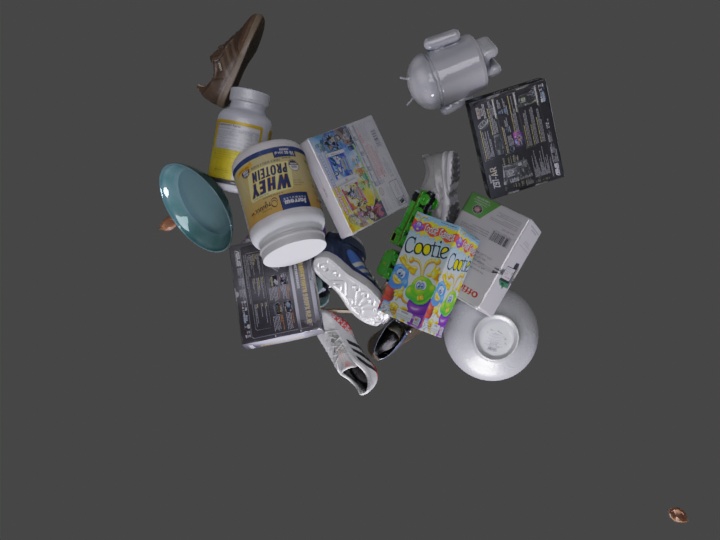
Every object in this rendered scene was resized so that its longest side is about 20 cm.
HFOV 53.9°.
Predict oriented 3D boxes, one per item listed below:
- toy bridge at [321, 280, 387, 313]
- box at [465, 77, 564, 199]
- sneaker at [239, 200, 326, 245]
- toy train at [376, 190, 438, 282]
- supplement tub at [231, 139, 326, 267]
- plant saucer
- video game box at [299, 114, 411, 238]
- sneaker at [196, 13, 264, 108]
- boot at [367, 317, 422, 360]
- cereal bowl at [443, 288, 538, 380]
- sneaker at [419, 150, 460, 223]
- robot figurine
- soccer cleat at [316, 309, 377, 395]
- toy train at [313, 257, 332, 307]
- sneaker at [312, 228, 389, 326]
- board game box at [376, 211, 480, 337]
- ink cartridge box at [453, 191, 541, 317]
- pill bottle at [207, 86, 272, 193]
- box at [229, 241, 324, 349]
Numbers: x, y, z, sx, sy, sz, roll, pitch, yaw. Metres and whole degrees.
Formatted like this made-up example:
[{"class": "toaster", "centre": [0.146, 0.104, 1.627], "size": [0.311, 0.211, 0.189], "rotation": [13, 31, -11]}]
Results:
[{"class": "toy bridge", "centre": [-0.006, 0.051, 1.479], "size": [0.198, 0.027, 0.068], "rotation": [-28, 93, 4]}, {"class": "box", "centre": [0.311, -0.263, 1.423], "size": [0.158, 0.044, 0.203], "rotation": [-17, 108, 2]}, {"class": "sneaker", "centre": [-0.154, -0.065, 1.452], "size": [0.198, 0.081, 0.089], "rotation": [-25, 107, 4]}, {"class": "toy train", "centre": [0.092, -0.070, 1.416], "size": [0.041, 0.056, 0.202], "rotation": [17, 101, -44]}, {"class": "supplement tub", "centre": [-0.147, -0.122, 1.308], "size": [0.142, 0.145, 0.203], "rotation": [-19, 75, 2]}, {"class": "plant saucer", "centre": [-0.320, -0.131, 1.415], "size": [0.200, 0.200, 0.036], "rotation": [49, 53, -2]}, {"class": "video game box", "centre": [-0.007, -0.187, 1.405], "size": [0.181, 0.047, 0.202], "rotation": [-28, 94, -40]}, {"class": "sneaker", "centre": [-0.263, -0.434, 1.428], "size": [0.075, 0.070, 0.202], "rotation": [27, 93, 0]}, {"class": "boot", "centre": [0.095, 0.113, 1.447], "size": [0.075, 0.097, 0.200], "rotation": [44, 93, -2]}, {"class": "cereal bowl", "centre": [0.273, 0.131, 1.455], "size": [0.196, 0.083, 0.204], "rotation": [0, 93, 0]}, {"class": "sneaker", "centre": [0.157, -0.144, 1.455], "size": [0.081, 0.074, 0.204], "rotation": [7, 96, 28]}, {"class": "robot figurine", "centre": [0.176, -0.391, 1.404], "size": [0.197, 0.114, 0.171], "rotation": [-21, 127, 1]}, {"class": "soccer cleat", "centre": [-0.035, 0.166, 1.448], "size": [0.068, 0.085, 0.201], "rotation": [-33, 99, 20]}, {"class": "toy train", "centre": [-0.150, 0.038, 1.444], "size": [0.198, 0.085, 0.115], "rotation": [-25, 63, 2]}, {"class": "sneaker", "centre": [0.000, 0.000, 1.424], "size": [0.200, 0.147, 0.080], "rotation": [43, 127, -11]}, {"class": "board game box", "centre": [0.130, 0.008, 1.346], "size": [0.104, 0.103, 0.203], "rotation": [22, 89, 33]}, {"class": "ink cartridge box", "centre": [0.241, -0.031, 1.407], "size": [0.145, 0.084, 0.202], "rotation": [32, 91, 35]}, {"class": "pill bottle", "centre": [-0.237, -0.256, 1.418], "size": [0.110, 0.112, 0.203], "rotation": [11, 94, 0]}, {"class": "box", "centre": [-0.162, 0.036, 1.369], "size": [0.156, 0.048, 0.203], "rotation": [-12, 75, 2]}]
